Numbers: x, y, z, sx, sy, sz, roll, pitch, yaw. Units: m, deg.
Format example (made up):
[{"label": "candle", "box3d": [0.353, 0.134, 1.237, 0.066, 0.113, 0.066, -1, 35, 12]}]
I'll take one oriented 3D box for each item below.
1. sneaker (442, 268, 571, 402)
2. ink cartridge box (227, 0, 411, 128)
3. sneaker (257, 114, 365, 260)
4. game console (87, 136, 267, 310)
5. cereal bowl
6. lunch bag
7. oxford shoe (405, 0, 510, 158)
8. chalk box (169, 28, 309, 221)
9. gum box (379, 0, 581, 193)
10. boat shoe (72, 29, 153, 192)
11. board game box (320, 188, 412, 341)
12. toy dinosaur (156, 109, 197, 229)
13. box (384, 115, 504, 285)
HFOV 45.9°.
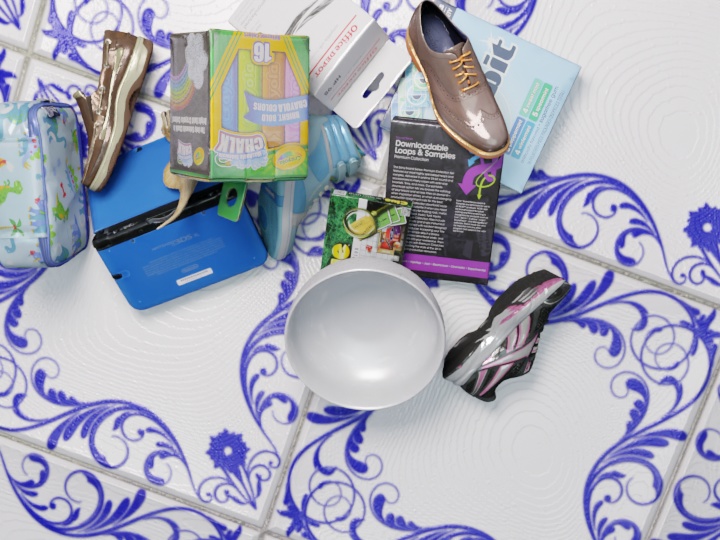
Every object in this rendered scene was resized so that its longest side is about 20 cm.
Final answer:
[{"label": "sneaker", "box3d": [0.199, 0.087, 1.098, 0.086, 0.080, 0.200, 41, 105, -14]}, {"label": "ink cartridge box", "box3d": [-0.049, -0.280, 1.028, 0.200, 0.067, 0.116, 42, 97, 18]}, {"label": "sneaker", "box3d": [-0.058, -0.107, 1.078, 0.129, 0.080, 0.202, -10, 129, -28]}, {"label": "game console", "box3d": [-0.239, -0.072, 1.110, 0.198, 0.119, 0.172, -20, 121, 6]}, {"label": "cereal bowl", "box3d": [0.008, 0.069, 1.057, 0.197, 0.084, 0.202, 3, 117, 5]}, {"label": "lunch bag", "box3d": [-0.395, -0.109, 1.053, 0.081, 0.161, 0.203, -2, 99, 0]}, {"label": "oxford shoe", "box3d": [0.111, -0.221, 0.986, 0.071, 0.073, 0.201, -30, 79, -8]}, {"label": "chalk box", "box3d": [-0.136, -0.159, 0.948, 0.123, 0.124, 0.203, -5, 103, -32]}, {"label": "gum box", "box3d": [0.148, -0.217, 1.069, 0.198, 0.045, 0.171, 24, 99, -1]}, {"label": "boat shoe", "box3d": [-0.326, -0.204, 1.072, 0.074, 0.075, 0.205, 18, 84, -19]}, {"label": "board game box", "box3d": [0.000, 0.000, 1.083, 0.103, 0.024, 0.202, 10, 116, 4]}, {"label": "toy dinosaur", "box3d": [-0.205, -0.129, 1.046, 0.100, 0.201, 0.058, -29, 138, 18]}, {"label": "box", "box3d": [0.101, -0.086, 1.064, 0.141, 0.036, 0.202, 7, 114, 6]}]
